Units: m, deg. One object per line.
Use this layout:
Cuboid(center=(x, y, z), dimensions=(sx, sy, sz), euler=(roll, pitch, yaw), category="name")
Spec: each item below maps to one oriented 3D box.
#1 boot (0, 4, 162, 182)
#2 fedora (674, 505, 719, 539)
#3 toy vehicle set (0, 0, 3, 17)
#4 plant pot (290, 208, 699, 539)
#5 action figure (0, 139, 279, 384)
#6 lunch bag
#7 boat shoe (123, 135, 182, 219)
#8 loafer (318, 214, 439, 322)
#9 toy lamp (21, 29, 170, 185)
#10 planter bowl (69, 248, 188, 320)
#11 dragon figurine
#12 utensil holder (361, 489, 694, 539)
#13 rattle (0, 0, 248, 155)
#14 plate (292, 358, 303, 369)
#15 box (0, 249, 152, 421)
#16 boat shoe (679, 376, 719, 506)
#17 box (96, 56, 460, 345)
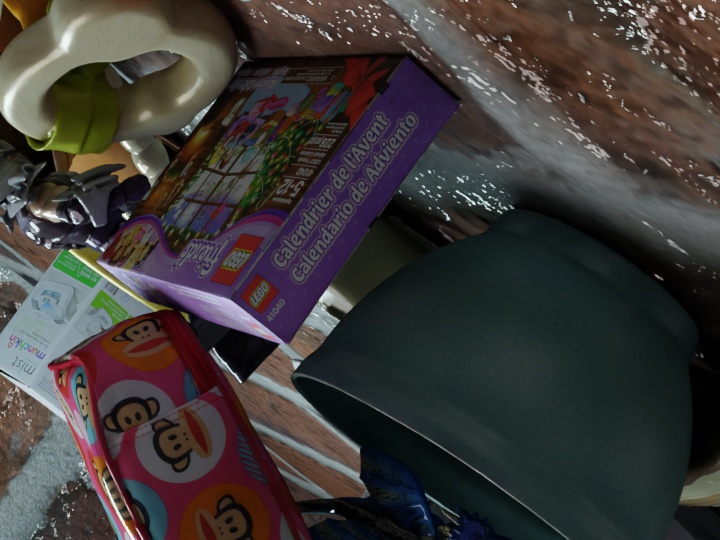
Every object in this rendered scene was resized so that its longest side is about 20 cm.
Cuboid(center=(-0.189, -0.087, 1.159), dimensions=(0.200, 0.074, 0.155), euler=(46, -167, -32), category="boot")
Cuboid(center=(0.184, 0.191, 1.264), dimensions=(0.200, 0.090, 0.177), euler=(23, -169, 38), category="fedora")
Cuboid(center=(-0.206, -0.195, 0.779), dimensions=(0.200, 0.027, 0.124), euler=(63, 167, -1), category="toy vehicle set")
Cuboid(center=(0.084, 0.055, 0.926), dimensions=(0.200, 0.134, 0.200), euler=(33, 170, 7), category="plant pot")
Cuboid(center=(-0.130, -0.017, 1.047), dimensions=(0.200, 0.069, 0.130), euler=(33, 177, -8), category="action figure")
Cuboid(center=(-0.095, 0.122, 0.981), dimensions=(0.200, 0.082, 0.176), euler=(65, 163, -3), category="lunch bag")
Cuboid(center=(-0.126, -0.046, 1.305), dimensions=(0.200, 0.076, 0.072), euler=(34, 168, -3), category="boat shoe")
Cuboid(center=(0.000, 0.000, 1.104), dimensions=(0.200, 0.076, 0.067), euler=(30, 175, 24), category="loafer")
Cuboid(center=(-0.128, -0.071, 1.114), dimensions=(0.058, 0.058, 0.200), euler=(20, 149, 54), category="toy lamp")
Cuboid(center=(-0.178, -0.041, 1.454), dimensions=(0.200, 0.083, 0.200), euler=(34, 170, 7), category="planter bowl")
Cuboid(center=(0.015, 0.131, 0.947), dimensions=(0.200, 0.059, 0.099), euler=(25, 165, 40), category="dragon figurine")
Cuboid(center=(0.107, 0.192, 1.095), dimensions=(0.170, 0.170, 0.200), euler=(28, 180, 33), category="utensil holder")
Cuboid(center=(-0.122, -0.153, 0.938), dimensions=(0.130, 0.143, 0.200), euler=(4, 155, -8), category="rattle")
Cuboid(center=(0.074, 0.090, 1.166), dimensions=(0.200, 0.032, 0.200), euler=(10, 177, -19), category="plate")
Cuboid(center=(-0.324, 0.098, 2.268), dimensions=(0.097, 0.176, 0.200), euler=(26, 167, 39), category="box")
Cuboid(center=(0.193, 0.099, 0.989), dimensions=(0.076, 0.072, 0.200), euler=(21, 173, -9), category="boat shoe")
Cuboid(center=(-0.047, -0.040, 0.907), dimensions=(0.039, 0.137, 0.200), euler=(39, 168, -23), category="box")
